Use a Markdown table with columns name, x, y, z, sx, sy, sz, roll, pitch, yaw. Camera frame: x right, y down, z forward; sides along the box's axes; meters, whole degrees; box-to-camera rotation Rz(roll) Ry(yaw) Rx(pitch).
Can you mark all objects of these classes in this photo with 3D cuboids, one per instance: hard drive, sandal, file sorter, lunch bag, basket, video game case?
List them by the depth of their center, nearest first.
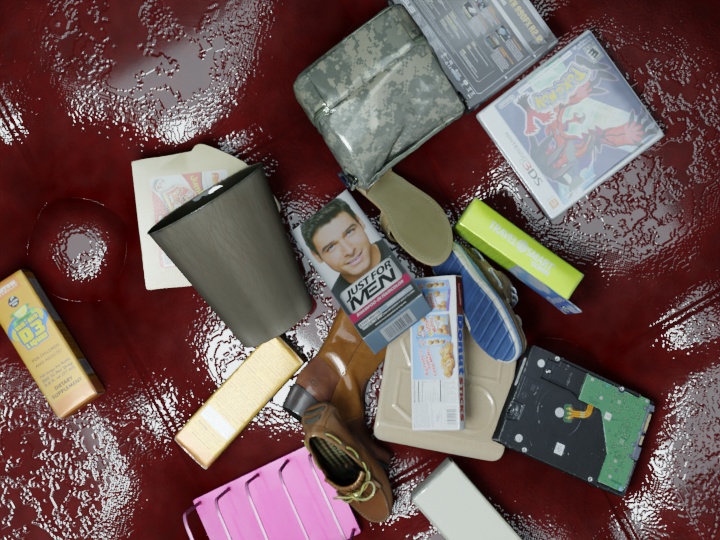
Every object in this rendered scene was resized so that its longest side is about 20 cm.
| name | x | y | z | sx | sy | sz | roll | pitch | yaw |
| --- | --- | --- | --- | --- | --- | --- | --- | --- | --- |
| basket | -0.157 | -0.012 | 1.639 | 0.179 | 0.136 | 0.202 | -32 | 103 | -4 |
| file sorter | -0.119 | 0.339 | 1.641 | 0.198 | 0.125 | 0.141 | -25 | 88 | 4 |
| lunch bag | 0.025 | -0.227 | 1.647 | 0.199 | 0.139 | 0.169 | -36 | 82 | -5 |
| hard drive | 0.291 | 0.205 | 1.666 | 0.197 | 0.038 | 0.142 | 23 | 81 | -9 |
| sandal | 0.057 | -0.077 | 1.689 | 0.077 | 0.070 | 0.212 | -36 | 66 | -12 |
| video game case | 0.291 | -0.202 | 1.706 | 0.199 | 0.023 | 0.183 | -36 | 89 | 0 |

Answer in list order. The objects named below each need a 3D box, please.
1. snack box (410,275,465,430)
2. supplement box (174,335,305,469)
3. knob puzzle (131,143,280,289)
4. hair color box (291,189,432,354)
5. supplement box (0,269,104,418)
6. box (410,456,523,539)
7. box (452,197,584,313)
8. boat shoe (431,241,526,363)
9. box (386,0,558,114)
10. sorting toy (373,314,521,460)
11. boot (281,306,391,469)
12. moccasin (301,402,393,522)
| name | x | y | z | sx | sy | sz | roll | pitch | yaw |
| --- | --- | --- | --- | --- | --- | --- | --- | --- | --- |
| snack box | 0.102 | 0.110 | 1.628 | 0.071 | 0.024 | 0.204 | -5 | 82 | 30 |
| supplement box | -0.163 | 0.175 | 1.681 | 0.069 | 0.067 | 0.200 | 41 | 90 | 1 |
| knob puzzle | -0.209 | -0.075 | 1.703 | 0.215 | 0.030 | 0.224 | -1 | 96 | -8 |
| hair color box | 0.000 | 0.000 | 1.642 | 0.098 | 0.061 | 0.201 | -36 | 59 | 1 |
| supplement box | -0.433 | 0.100 | 1.678 | 0.066 | 0.069 | 0.202 | -33 | 87 | -2 |
| box | 0.161 | 0.357 | 1.672 | 0.082 | 0.068 | 0.201 | -40 | 88 | -1 |
| box | 0.218 | -0.018 | 1.653 | 0.199 | 0.122 | 0.048 | 36 | 88 | 1 |
| boat shoe | 0.174 | 0.035 | 1.645 | 0.072 | 0.073 | 0.201 | -7 | 54 | -37 |
| box | 0.153 | -0.346 | 1.698 | 0.158 | 0.048 | 0.201 | -37 | 89 | -1 |
| sorting toy | 0.120 | 0.145 | 1.676 | 0.182 | 0.036 | 0.204 | 11 | 82 | -7 |
| boot | 0.009 | 0.151 | 1.689 | 0.187 | 0.068 | 0.202 | 36 | 73 | -12 |
| moccasin | -0.015 | 0.263 | 1.599 | 0.073 | 0.078 | 0.203 | -14 | 126 | 16 |
